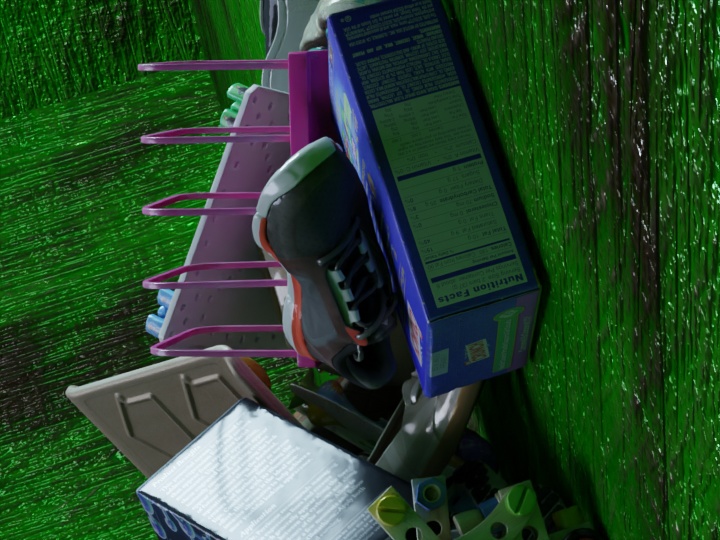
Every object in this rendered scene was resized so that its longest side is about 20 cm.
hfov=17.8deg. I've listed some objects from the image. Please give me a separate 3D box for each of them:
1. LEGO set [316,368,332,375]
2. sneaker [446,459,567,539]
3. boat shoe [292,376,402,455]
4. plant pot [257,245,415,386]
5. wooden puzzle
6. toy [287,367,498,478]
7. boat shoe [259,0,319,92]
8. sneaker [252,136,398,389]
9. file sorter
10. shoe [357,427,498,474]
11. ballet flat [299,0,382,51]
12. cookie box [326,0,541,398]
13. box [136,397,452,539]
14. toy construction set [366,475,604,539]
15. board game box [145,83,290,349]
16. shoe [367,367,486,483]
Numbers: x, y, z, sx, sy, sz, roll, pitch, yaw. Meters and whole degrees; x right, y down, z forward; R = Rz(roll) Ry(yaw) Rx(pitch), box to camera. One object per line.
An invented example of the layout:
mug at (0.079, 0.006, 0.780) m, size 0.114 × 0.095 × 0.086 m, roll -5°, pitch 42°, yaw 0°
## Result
LEGO set at (-0.010, -0.016, 2.096) m, size 0.154 × 0.115 × 0.201 m, roll 27°, pitch -139°, yaw -54°
sneaker at (0.114, 0.188, 1.519) m, size 0.090 × 0.078 × 0.200 m, roll 44°, pitch 178°, yaw -21°
boat shoe at (-0.010, 0.112, 1.796) m, size 0.076 × 0.200 × 0.072 m, roll 58°, pitch 159°, yaw -17°
plant pot at (0.000, 0.000, 1.685) m, size 0.200 × 0.133 × 0.202 m, roll 164°, pitch 90°, yaw -85°
wooden puzzle at (-0.094, 0.125, 1.673) m, size 0.199 × 0.046 × 0.185 m, roll -13°, pitch 127°, yaw 45°
toy at (0.044, 0.122, 1.663) m, size 0.115 × 0.199 × 0.047 m, roll 100°, pitch -165°, yaw -78°
boat shoe at (-0.047, -0.197, 1.828) m, size 0.060 × 0.073 × 0.202 m, roll -106°, pitch 11°, yaw -70°
sneaker at (-0.005, 0.000, 1.379) m, size 0.082 × 0.077 × 0.201 m, roll 39°, pitch 160°, yaw 29°
file sorter at (-0.075, -0.045, 1.540) m, size 0.139 × 0.124 × 0.202 m, roll -27°, pitch -64°, yaw -77°
shoe at (0.087, 0.190, 1.744) m, size 0.200 × 0.091 × 0.072 m, roll 44°, pitch 158°, yaw 4°
ballet flat at (-0.002, -0.180, 1.639) m, size 0.200 × 0.067 × 0.063 m, roll 156°, pitch 125°, yaw -81°
cookie box at (0.043, -0.044, 1.403) m, size 0.171 × 0.075 × 0.201 m, roll 89°, pitch 164°, yaw -73°
box at (-0.031, 0.198, 1.521) m, size 0.199 × 0.107 × 0.149 m, roll 23°, pitch 144°, yaw 45°
toy construction set at (0.091, 0.211, 1.382) m, size 0.092 × 0.130 × 0.202 m, roll -147°, pitch 40°, yaw -83°
board game box at (-0.067, -0.035, 1.734) m, size 0.199 × 0.026 × 0.201 m, roll 8°, pitch -76°, yaw -58°
shoe at (0.037, 0.111, 1.557) m, size 0.201 × 0.053 × 0.070 m, roll -63°, pitch 0°, yaw 29°
